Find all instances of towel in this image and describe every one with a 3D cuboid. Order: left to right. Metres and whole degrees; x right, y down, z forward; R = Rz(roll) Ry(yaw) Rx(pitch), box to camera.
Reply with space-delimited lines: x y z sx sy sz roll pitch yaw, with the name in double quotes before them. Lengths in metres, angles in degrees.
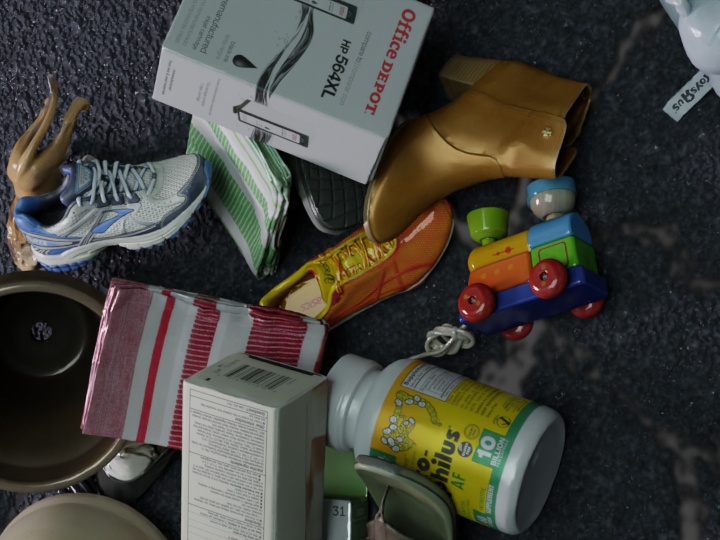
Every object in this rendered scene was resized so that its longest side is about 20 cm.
"towel" -0.136 0.093 1.646 0.199 0.023 0.145 11 105 -9
"towel" -0.112 -0.089 1.667 0.023 0.200 0.153 -28 73 -18

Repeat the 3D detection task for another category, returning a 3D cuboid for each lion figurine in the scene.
"lion figurine" -0.301 -0.086 1.760 0.072 0.200 0.123 25 64 19

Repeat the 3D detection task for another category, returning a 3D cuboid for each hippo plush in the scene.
"hippo plush" 0.289 -0.210 1.491 0.159 0.161 0.200 41 104 20

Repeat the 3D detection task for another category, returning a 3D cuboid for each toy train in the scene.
"toy train" 0.110 -0.001 1.618 0.199 0.084 0.116 -19 64 30

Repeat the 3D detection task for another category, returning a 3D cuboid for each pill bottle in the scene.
"pill bottle" 0.065 0.141 1.606 0.199 0.113 0.113 19 96 23

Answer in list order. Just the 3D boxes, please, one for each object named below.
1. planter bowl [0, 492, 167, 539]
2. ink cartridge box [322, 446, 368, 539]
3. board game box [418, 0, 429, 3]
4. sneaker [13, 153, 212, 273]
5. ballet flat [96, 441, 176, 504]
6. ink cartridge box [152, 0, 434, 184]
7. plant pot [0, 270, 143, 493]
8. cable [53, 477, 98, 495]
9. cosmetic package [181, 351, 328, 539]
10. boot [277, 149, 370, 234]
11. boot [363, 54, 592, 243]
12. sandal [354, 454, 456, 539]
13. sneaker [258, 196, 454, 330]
"planter bowl" -0.270 0.321 1.710 0.199 0.135 0.202 3 104 11
"ink cartridge box" -0.063 0.205 1.700 0.145 0.048 0.202 1 90 25
"board game box" -0.042 -0.221 1.654 0.103 0.019 0.200 41 65 20
"sneaker" -0.227 -0.062 1.688 0.199 0.085 0.077 -22 43 20
"ballet flat" -0.195 0.143 1.746 0.200 0.068 0.068 -47 63 18
"ink cartridge box" -0.054 -0.182 1.565 0.199 0.084 0.147 21 61 -2
"plant pot" -0.299 0.083 1.726 0.199 0.175 0.202 -2 105 -7
"cable" -0.326 0.226 1.823 0.199 0.051 0.164 9 86 25
"cosmetic package" -0.091 0.184 1.607 0.103 0.087 0.201 15 112 27
"boot" -0.058 -0.091 1.670 0.131 0.067 0.201 -54 45 46
"boot" 0.102 -0.095 1.593 0.143 0.071 0.202 20 71 32
"sandal" 0.041 0.230 1.581 0.079 0.202 0.057 12 48 32
"sneaker" 0.000 0.000 1.661 0.200 0.077 0.073 -38 73 14
